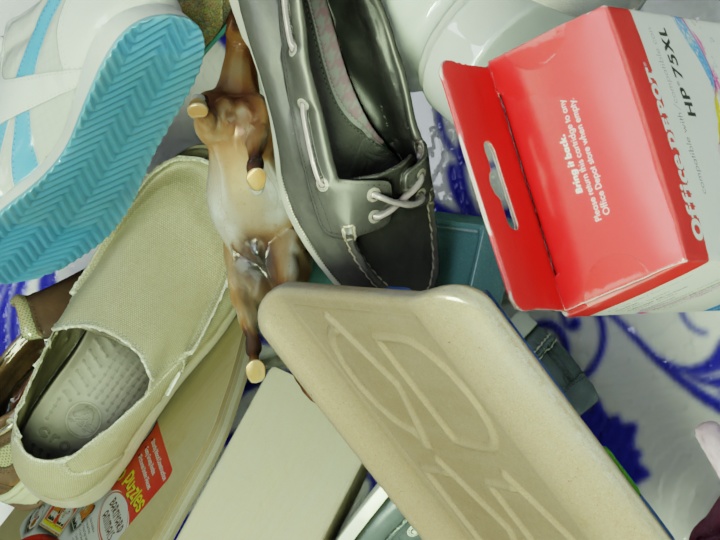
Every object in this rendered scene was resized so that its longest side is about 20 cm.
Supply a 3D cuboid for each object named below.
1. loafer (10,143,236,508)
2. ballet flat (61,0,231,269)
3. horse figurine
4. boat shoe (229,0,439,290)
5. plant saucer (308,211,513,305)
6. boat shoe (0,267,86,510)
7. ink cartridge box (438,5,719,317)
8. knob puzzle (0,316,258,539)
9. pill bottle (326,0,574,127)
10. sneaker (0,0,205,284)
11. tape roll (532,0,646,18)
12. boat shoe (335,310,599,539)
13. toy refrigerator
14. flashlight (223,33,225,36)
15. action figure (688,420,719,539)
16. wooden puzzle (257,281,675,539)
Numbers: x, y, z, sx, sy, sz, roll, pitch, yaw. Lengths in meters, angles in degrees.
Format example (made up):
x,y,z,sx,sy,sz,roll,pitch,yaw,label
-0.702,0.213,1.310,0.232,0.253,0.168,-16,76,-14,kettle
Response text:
x,y,z,sx,sy,sz,roll,pitch,yaw,label
-0.112,0.028,1.328,0.076,0.068,0.200,26,87,7,loafer
-0.134,-0.089,1.347,0.071,0.071,0.200,45,109,26,ballet flat
-0.049,-0.028,1.276,0.050,0.133,0.201,-13,107,3,horse figurine
-0.006,-0.070,1.209,0.057,0.067,0.201,-9,105,55,boat shoe
0.000,0.000,1.307,0.200,0.019,0.070,8,84,53,plant saucer
-0.148,0.035,1.391,0.203,0.075,0.075,-54,32,8,boat shoe
0.126,-0.045,1.145,0.067,0.200,0.117,-24,77,33,ink cartridge box
-0.112,0.108,1.365,0.220,0.030,0.220,-44,23,24,knob puzzle
0.014,-0.157,1.279,0.200,0.112,0.112,46,115,26,pill bottle
-0.147,-0.072,1.291,0.200,0.076,0.081,-52,52,30,sneaker
0.054,-0.186,1.197,0.203,0.203,0.037,47,115,26,tape roll
0.040,0.112,1.286,0.062,0.073,0.200,37,109,4,boat shoe
-0.064,0.151,1.280,0.070,0.200,0.076,25,150,5,toy refrigerator
-0.128,-0.098,1.412,0.200,0.068,0.068,-44,25,24,flashlight
0.176,0.141,1.142,0.200,0.148,0.134,141,123,-60,action figure
0.056,0.071,1.157,0.185,0.046,0.200,52,159,-15,wooden puzzle
